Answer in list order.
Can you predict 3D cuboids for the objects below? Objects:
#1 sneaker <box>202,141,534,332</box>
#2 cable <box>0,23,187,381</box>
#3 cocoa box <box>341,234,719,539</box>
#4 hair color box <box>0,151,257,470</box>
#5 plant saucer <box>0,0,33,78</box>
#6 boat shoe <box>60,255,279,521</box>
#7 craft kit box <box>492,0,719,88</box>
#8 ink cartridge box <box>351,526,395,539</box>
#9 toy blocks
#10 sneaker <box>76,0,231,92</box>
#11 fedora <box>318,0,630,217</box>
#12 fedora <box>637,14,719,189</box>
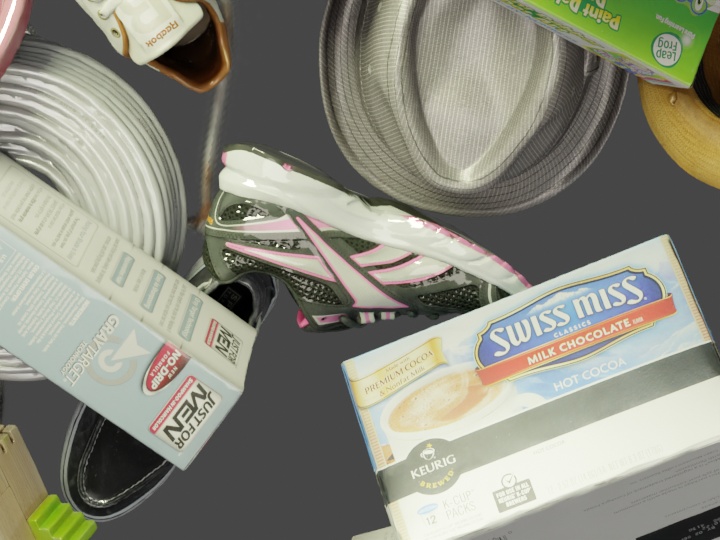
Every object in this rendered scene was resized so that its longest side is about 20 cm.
[{"bbox_3d":[0.000,0.000,1.277,0.199,0.080,0.087,23,97,-10],"label":"sneaker"},{"bbox_3d":[-0.199,-0.034,1.297,0.200,0.069,0.200,28,108,-6],"label":"cable"},{"bbox_3d":[0.111,0.094,1.254,0.199,0.132,0.133,-22,148,5],"label":"cocoa box"},{"bbox_3d":[-0.156,0.014,1.223,0.200,0.099,0.061,35,106,-9],"label":"hair color box"},{"bbox_3d":[-0.268,-0.145,1.233,0.200,0.051,0.201,-4,71,12],"label":"plant saucer"},{"bbox_3d":[-0.116,0.074,1.328,0.072,0.068,0.200,37,107,-8],"label":"boat shoe"},{"bbox_3d":[0.122,-0.223,1.163,0.200,0.048,0.198,24,85,-24],"label":"craft kit box"},{"bbox_3d":[0.064,0.207,1.360,0.199,0.067,0.117,-15,106,8],"label":"ink cartridge box"},{"bbox_3d":[-0.268,0.110,1.316,0.199,0.100,0.137,-3,121,32],"label":"toy blocks"},{"bbox_3d":[-0.124,-0.165,1.189,0.073,0.085,0.200,-37,140,9],"label":"sneaker"},{"bbox_3d":[0.062,-0.112,1.242,0.176,0.090,0.201,15,109,-1],"label":"fedora"},{"bbox_3d":[0.244,-0.129,1.214,0.201,0.201,0.082,-47,141,16],"label":"fedora"}]
